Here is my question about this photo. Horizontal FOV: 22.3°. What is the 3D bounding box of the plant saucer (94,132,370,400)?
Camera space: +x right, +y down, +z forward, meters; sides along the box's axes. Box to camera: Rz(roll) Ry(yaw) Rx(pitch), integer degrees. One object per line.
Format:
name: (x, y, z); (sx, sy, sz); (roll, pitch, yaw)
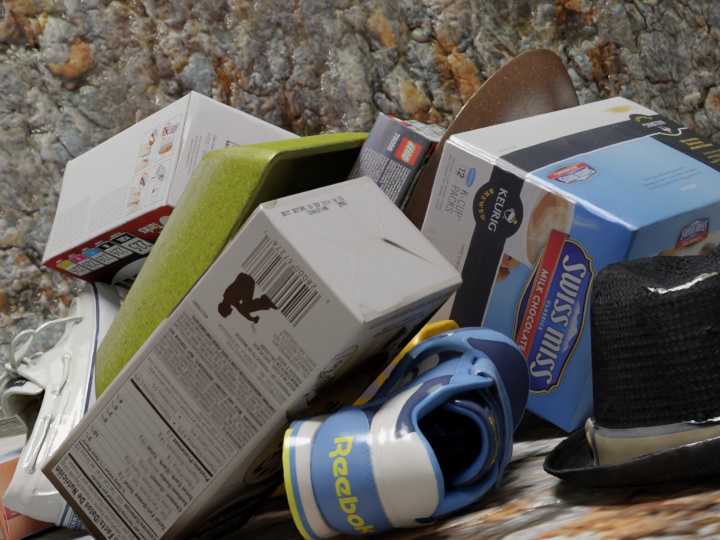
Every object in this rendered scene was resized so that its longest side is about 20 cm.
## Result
plant saucer: (-0.078, -0.002, 1.078); (0.200, 0.048, 0.200); (-60, -13, 16)

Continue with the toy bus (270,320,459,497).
toy bus: (-0.033, 0.089, 1.043); (0.199, 0.079, 0.065); (-15, 1, 28)

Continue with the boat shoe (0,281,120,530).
boat shoe: (-0.211, 0.081, 1.217); (0.086, 0.202, 0.075); (13, -43, -13)

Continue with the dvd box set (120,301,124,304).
dvd box set: (-0.110, 0.076, 1.286); (0.029, 0.146, 0.200); (-49, 8, -12)

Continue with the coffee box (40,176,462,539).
coffee box: (-0.055, 0.054, 0.919); (0.200, 0.080, 0.113); (-49, -14, 27)

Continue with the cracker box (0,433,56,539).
cracker box: (-0.256, 0.155, 1.309); (0.134, 0.058, 0.200); (-17, 2, -42)

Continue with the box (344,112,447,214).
box: (0.000, 0.000, 1.149); (0.040, 0.201, 0.137); (29, 9, 12)

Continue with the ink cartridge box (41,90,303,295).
ink cartridge box: (-0.095, -0.032, 1.257); (0.175, 0.084, 0.200); (21, -21, -27)

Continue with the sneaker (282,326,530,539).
sneaker: (0.044, 0.078, 0.890); (0.082, 0.074, 0.200); (-12, 10, 33)

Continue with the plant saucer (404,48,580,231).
plant saucer: (0.089, -0.043, 1.162); (0.037, 0.201, 0.200); (31, 24, 24)

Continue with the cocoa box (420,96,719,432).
cocoa box: (0.139, -0.010, 1.083); (0.131, 0.134, 0.200); (29, 27, 29)

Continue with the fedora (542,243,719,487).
fedora: (0.162, 0.032, 0.837); (0.200, 0.092, 0.201); (-15, 2, 1)
